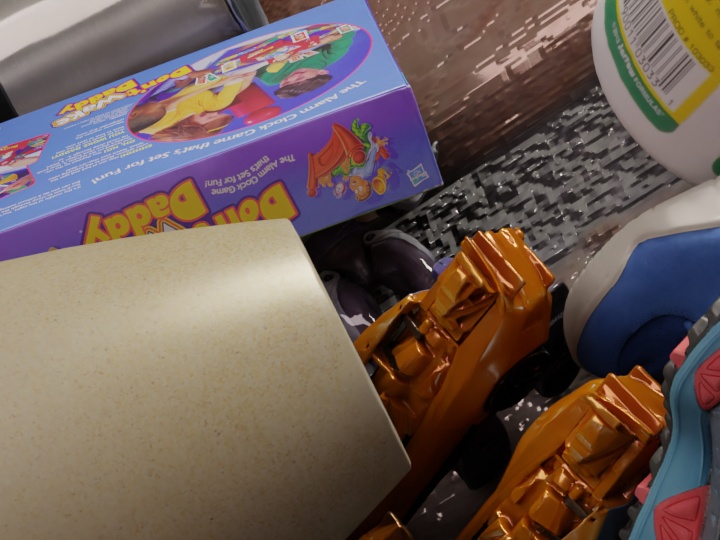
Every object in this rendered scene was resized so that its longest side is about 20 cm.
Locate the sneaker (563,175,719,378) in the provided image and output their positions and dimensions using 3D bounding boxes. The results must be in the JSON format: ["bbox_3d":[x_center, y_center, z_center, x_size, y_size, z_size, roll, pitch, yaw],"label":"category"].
[{"bbox_3d":[0.160,0.020,0.740,0.200,0.077,0.111,-29,56,30],"label":"sneaker"}]

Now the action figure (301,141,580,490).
[{"bbox_3d":[0.000,0.000,0.879,0.130,0.069,0.200,-45,51,-13],"label":"action figure"}]

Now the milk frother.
[{"bbox_3d":[-0.163,-0.139,0.983,0.188,0.200,0.181,-27,38,5],"label":"milk frother"}]

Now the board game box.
[{"bbox_3d":[-0.077,-0.043,0.874,0.200,0.045,0.134,-20,24,1],"label":"board game box"}]

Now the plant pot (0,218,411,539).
[{"bbox_3d":[-0.092,0.067,0.702,0.200,0.187,0.187,-27,49,-1],"label":"plant pot"}]

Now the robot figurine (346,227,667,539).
[{"bbox_3d":[0.023,0.089,0.774,0.145,0.058,0.200,47,119,24],"label":"robot figurine"}]

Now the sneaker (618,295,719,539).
[{"bbox_3d":[0.147,0.059,0.673,0.095,0.200,0.079,36,56,23],"label":"sneaker"}]

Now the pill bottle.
[{"bbox_3d":[0.173,-0.117,0.730,0.200,0.113,0.113,130,145,-50],"label":"pill bottle"}]
